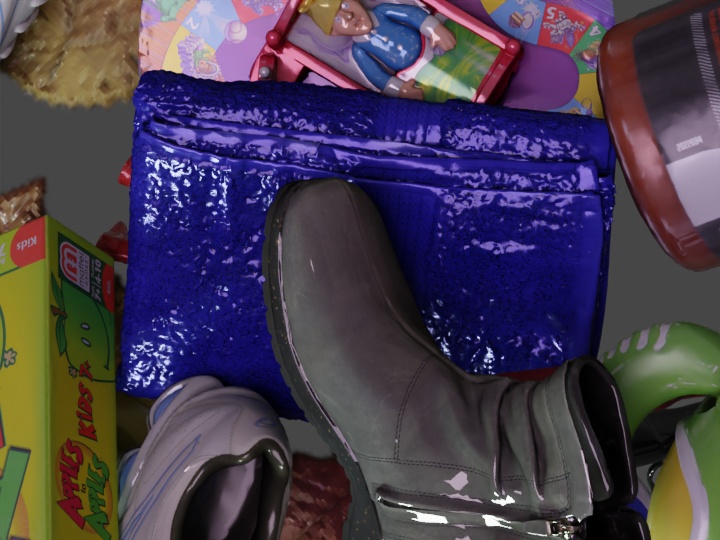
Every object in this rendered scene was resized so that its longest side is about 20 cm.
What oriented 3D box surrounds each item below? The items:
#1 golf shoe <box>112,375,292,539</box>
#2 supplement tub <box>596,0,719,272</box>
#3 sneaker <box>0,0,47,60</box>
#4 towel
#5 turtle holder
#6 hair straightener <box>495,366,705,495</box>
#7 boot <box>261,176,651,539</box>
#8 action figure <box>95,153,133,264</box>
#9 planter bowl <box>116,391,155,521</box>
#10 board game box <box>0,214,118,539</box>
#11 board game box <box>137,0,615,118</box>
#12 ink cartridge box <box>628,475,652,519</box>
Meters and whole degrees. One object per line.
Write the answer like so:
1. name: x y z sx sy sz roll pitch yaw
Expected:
1. golf shoe: -0.080 0.142 1.135 0.078 0.097 0.201 18 90 -18
2. supplement tub: 0.199 -0.079 1.111 0.199 0.107 0.108 -21 93 19
3. sneaker: -0.155 -0.125 1.233 0.086 0.075 0.201 2 113 -12
4. towel: 0.000 0.000 1.159 0.199 0.050 0.149 7 113 6
5. turtle holder: 0.161 0.100 1.072 0.185 0.141 0.132 25 107 -25
6. hair straightener: 0.133 0.067 1.155 0.199 0.041 0.077 -10 119 -15
7. boot: 0.044 0.049 1.065 0.130 0.068 0.201 -19 86 43
8. action figure: -0.011 0.008 1.221 0.199 0.052 0.066 25 111 6
9. planter bowl: -0.153 0.136 1.227 0.199 0.083 0.202 -8 75 31
10. board game box: -0.149 0.088 1.149 0.101 0.048 0.201 -21 55 26
11. board game box: 0.006 -0.090 1.173 0.199 0.039 0.159 -14 88 4
12. ink cartridge box: 0.093 0.222 1.195 0.197 0.047 0.200 -36 89 -5
